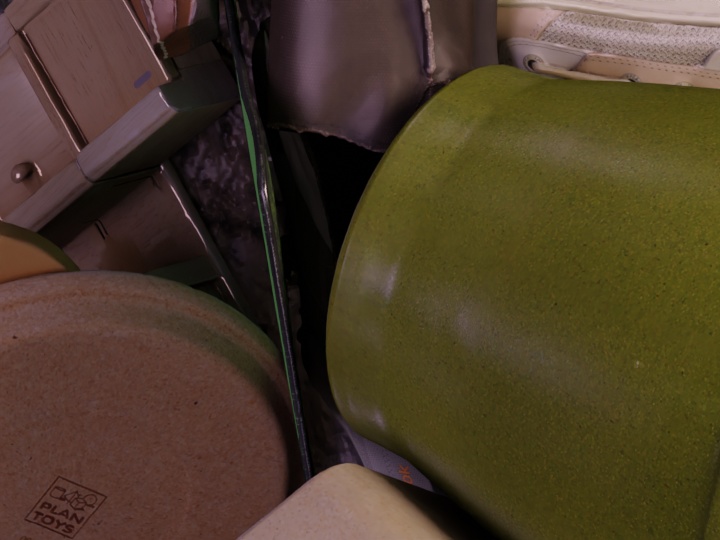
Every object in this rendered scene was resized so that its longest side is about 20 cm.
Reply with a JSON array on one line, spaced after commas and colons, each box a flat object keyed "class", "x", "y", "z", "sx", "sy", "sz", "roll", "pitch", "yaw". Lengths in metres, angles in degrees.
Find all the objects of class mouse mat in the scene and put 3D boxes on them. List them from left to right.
[{"class": "mouse mat", "x": -0.032, "y": -0.012, "z": 0.942, "sx": 0.008, "sy": 0.200, "sz": 0.161, "roll": -9, "pitch": 122, "yaw": -1}]

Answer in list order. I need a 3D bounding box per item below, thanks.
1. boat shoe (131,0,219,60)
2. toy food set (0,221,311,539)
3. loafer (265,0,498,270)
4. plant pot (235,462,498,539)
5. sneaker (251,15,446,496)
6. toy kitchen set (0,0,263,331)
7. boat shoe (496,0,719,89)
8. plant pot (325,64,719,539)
[{"class": "boat shoe", "x": -0.109, "y": -0.170, "z": 1.014, "sx": 0.074, "sy": 0.076, "sz": 0.200, "roll": -19, "pitch": 77, "yaw": -4}, {"class": "toy food set", "x": -0.118, "y": 0.077, "z": 1.037, "sx": 0.198, "sy": 0.200, "sz": 0.049, "roll": -65, "pitch": 27, "yaw": 28}, {"class": "loafer", "x": 0.004, "y": -0.070, "z": 0.880, "sx": 0.073, "sy": 0.071, "sz": 0.200, "roll": 12, "pitch": 134, "yaw": 39}, {"class": "plant pot", "x": 0.015, "y": 0.176, "z": 0.846, "sx": 0.200, "sy": 0.200, "sz": 0.177, "roll": -40, "pitch": 63, "yaw": 12}, {"class": "sneaker", "x": 0.000, "y": 0.000, "z": 0.992, "sx": 0.079, "sy": 0.074, "sz": 0.201, "roll": -22, "pitch": 87, "yaw": 44}, {"class": "toy kitchen set", "x": -0.155, "y": -0.001, "z": 1.040, "sx": 0.200, "sy": 0.180, "sz": 0.163, "roll": -36, "pitch": 80, "yaw": 37}, {"class": "boat shoe", "x": 0.082, "y": -0.073, "z": 0.914, "sx": 0.200, "sy": 0.072, "sz": 0.065, "roll": 4, "pitch": 102, "yaw": 31}, {"class": "plant pot", "x": 0.100, "y": 0.026, "z": 0.833, "sx": 0.193, "sy": 0.200, "sz": 0.201, "roll": 22, "pitch": 113, "yaw": 28}]
